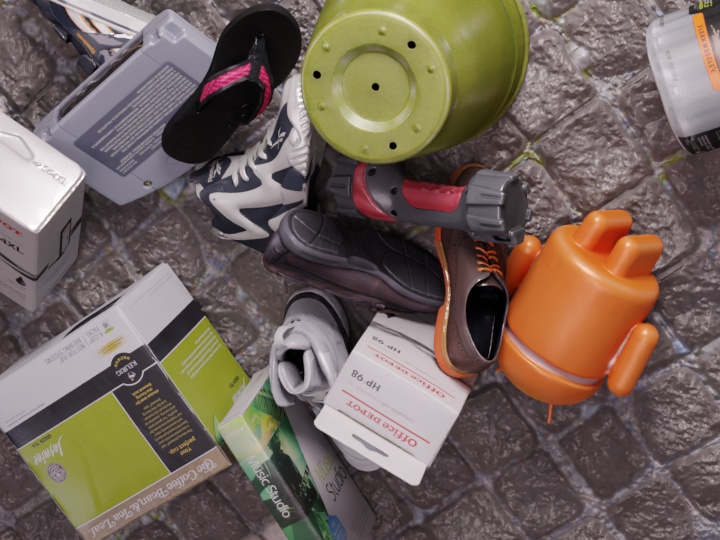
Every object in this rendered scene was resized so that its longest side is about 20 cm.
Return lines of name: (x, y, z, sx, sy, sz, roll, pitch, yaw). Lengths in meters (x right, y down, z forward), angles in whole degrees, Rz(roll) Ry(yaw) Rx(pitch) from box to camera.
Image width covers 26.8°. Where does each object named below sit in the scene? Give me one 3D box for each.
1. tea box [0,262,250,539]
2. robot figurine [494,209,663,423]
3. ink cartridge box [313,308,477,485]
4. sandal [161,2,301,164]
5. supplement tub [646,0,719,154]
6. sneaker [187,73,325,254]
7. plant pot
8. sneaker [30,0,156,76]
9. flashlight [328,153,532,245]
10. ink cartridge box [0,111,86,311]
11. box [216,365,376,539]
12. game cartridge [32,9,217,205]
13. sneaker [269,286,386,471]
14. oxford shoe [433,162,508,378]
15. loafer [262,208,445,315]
tea box: (-0.237, 0.137, 1.536, 0.199, 0.134, 0.197, -30, 98, 23)
robot figurine: (0.196, 0.039, 1.391, 0.143, 0.117, 0.201, 26, 114, -7)
ink cartridge box: (0.042, 0.106, 1.410, 0.115, 0.200, 0.067, 30, 114, 2)
sandal: (-0.115, -0.158, 1.369, 0.075, 0.045, 0.200, 21, 129, -26)
supplement tub: (0.350, -0.183, 1.263, 0.199, 0.123, 0.123, -19, 104, 20)
sneaker: (-0.103, -0.101, 1.433, 0.129, 0.080, 0.200, 11, 132, 9)
plant pot: (0.035, -0.179, 1.314, 0.199, 0.193, 0.202, 5, 111, 13)
sneaker: (-0.249, -0.224, 1.439, 0.199, 0.078, 0.080, 26, 108, 3)
flashlight: (0.063, -0.073, 1.370, 0.199, 0.068, 0.068, 8, 157, 43)
ink cartridge box: (-0.351, -0.063, 1.467, 0.145, 0.085, 0.200, 33, 154, 3)
box: (-0.060, 0.204, 1.505, 0.036, 0.144, 0.201, -30, 100, 18)
game cartridge: (-0.198, -0.147, 1.425, 0.200, 0.042, 0.133, -36, 135, 25)
sneaker: (-0.033, 0.124, 1.484, 0.075, 0.115, 0.201, -17, 104, 21)
oxford shoe: (0.113, -0.004, 1.385, 0.071, 0.072, 0.202, 5, 79, -22)
loafer: (0.000, 0.000, 1.434, 0.199, 0.072, 0.063, 21, 133, -26)
